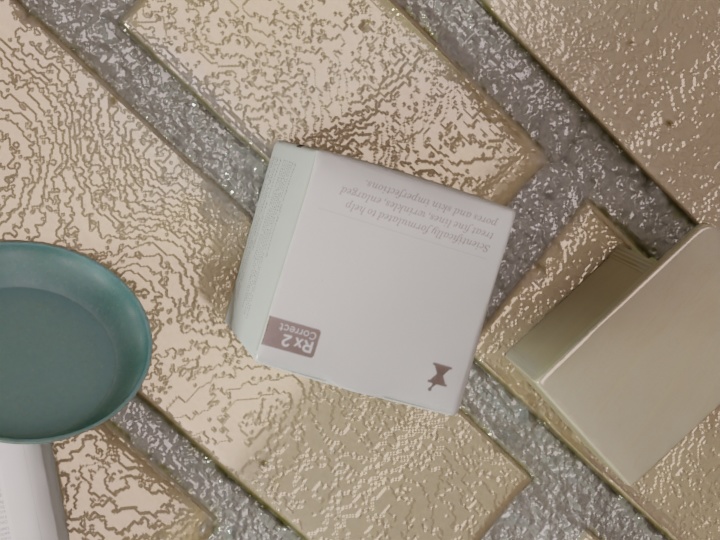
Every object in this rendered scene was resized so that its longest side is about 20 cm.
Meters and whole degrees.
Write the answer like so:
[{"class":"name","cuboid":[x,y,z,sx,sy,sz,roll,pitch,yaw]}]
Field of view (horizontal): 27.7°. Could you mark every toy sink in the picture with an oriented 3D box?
[{"class":"toy sink","cuboid":[0.248,0.061,1.265,0.200,0.112,0.130,-44,103,0]}]

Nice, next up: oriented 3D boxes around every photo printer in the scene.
[{"class":"photo printer","cuboid":[-0.325,0.182,1.170,0.166,0.069,0.201,-12,99,-13]}]

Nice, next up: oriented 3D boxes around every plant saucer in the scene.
[{"class":"plant saucer","cuboid":[-0.263,0.062,1.137,0.199,0.201,0.036,6,137,-13]}]

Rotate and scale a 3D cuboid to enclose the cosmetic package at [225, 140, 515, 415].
[{"class":"cosmetic package","cuboid":[0.000,0.000,1.156,0.164,0.200,0.166,16,93,-14]}]
